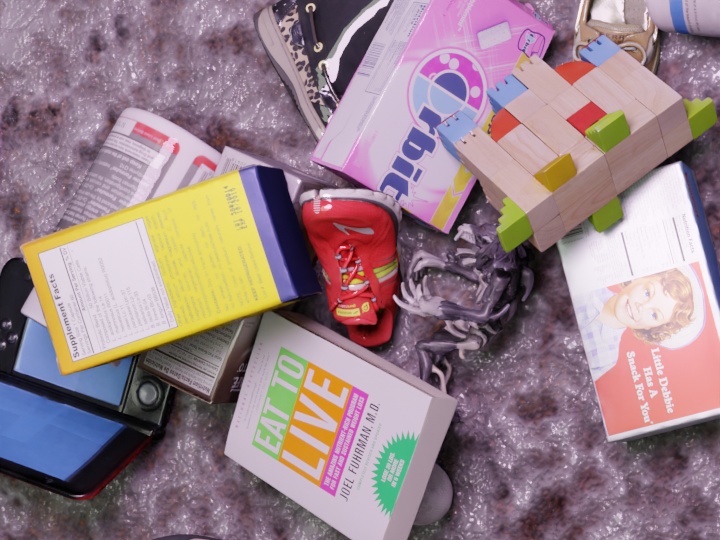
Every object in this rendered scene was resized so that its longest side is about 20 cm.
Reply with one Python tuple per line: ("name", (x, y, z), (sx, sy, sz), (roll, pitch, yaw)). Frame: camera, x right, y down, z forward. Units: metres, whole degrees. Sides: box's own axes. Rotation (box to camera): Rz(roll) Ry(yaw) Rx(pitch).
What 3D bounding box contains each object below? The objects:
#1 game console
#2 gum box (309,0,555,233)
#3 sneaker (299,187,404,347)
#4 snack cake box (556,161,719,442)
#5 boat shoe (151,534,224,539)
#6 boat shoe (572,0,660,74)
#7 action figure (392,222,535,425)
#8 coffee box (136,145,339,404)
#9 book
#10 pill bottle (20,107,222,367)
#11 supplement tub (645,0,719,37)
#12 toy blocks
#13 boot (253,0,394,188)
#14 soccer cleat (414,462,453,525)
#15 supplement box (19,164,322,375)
("game console", (-0.273, 0.089, 1.665), (0.199, 0.119, 0.173), (17, 93, 20))
("gum box", (0.061, -0.147, 1.541), (0.201, 0.113, 0.066), (-62, 28, -2))
("sneaker", (0.000, 0.000, 1.525), (0.077, 0.200, 0.085), (-3, 62, 14))
("snack cake box", (0.231, 0.026, 1.508), (0.115, 0.067, 0.201), (-16, 81, 18))
("boat shoe", (-0.126, 0.266, 1.628), (0.199, 0.063, 0.072), (2, 89, 22))
("boat shoe", (0.210, -0.216, 1.534), (0.073, 0.063, 0.202), (15, 92, 21))
("action figure", (0.077, 0.026, 1.541), (0.102, 0.119, 0.201), (26, 102, 6))
("coffee box", (-0.100, 0.006, 1.609), (0.079, 0.114, 0.201), (24, 96, 18))
("book", (-0.019, 0.128, 1.527), (0.200, 0.048, 0.134), (26, 99, 44))
("pill bottle", (-0.201, -0.028, 1.628), (0.114, 0.114, 0.201), (27, 82, 20))
("supplement tub", (0.327, -0.239, 1.456), (0.199, 0.132, 0.133), (10, 90, 21))
("toy blocks", (0.155, -0.110, 1.482), (0.200, 0.100, 0.137), (-36, 49, -7))
("boot", (0.018, -0.173, 1.600), (0.153, 0.073, 0.204), (-34, 77, 12))
("soccer cleat", (-0.014, 0.149, 1.581), (0.199, 0.086, 0.070), (25, 95, 21))
("supplement box", (-0.147, -0.001, 1.499), (0.199, 0.110, 0.109), (-18, 88, 9))
